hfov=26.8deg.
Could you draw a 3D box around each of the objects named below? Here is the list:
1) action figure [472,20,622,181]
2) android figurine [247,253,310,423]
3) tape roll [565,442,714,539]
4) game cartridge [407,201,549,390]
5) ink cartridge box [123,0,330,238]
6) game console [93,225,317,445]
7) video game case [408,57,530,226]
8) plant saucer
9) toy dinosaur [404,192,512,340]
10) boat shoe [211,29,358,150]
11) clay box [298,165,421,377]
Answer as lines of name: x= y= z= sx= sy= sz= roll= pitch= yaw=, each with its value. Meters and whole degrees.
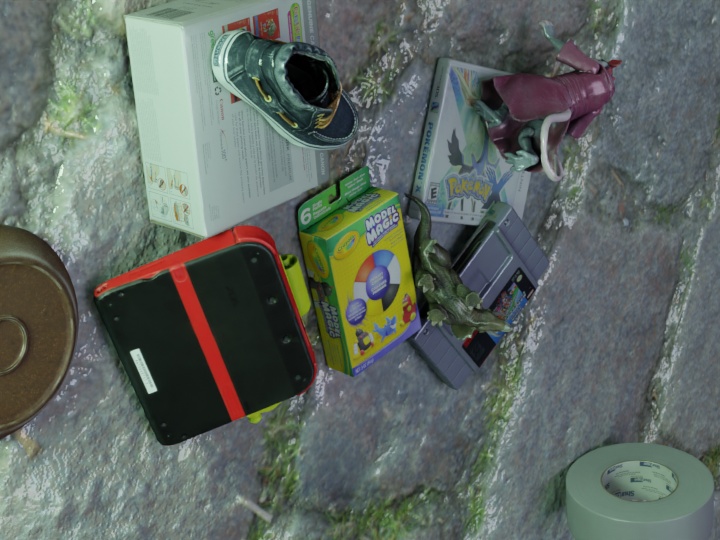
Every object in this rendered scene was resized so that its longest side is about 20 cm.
action figure: x=0.233 y=-0.203 z=1.731 sx=0.199 sy=0.149 sz=0.135 roll=-28 pitch=117 yaw=-24
android figurine: x=-0.116 y=0.064 z=1.533 sx=0.182 sy=0.041 sz=0.201 roll=-42 pitch=130 yaw=-32
tape roll: x=0.379 y=0.312 z=2.049 sx=0.200 sy=0.199 sz=0.067 roll=-27 pitch=122 yaw=-40
game cartridge: x=0.142 y=0.033 z=1.800 sx=0.201 sy=0.038 sz=0.130 roll=-53 pitch=132 yaw=-11
ink cartridge box: x=-0.120 y=-0.157 z=1.421 sx=0.175 sy=0.083 sz=0.202 roll=-26 pitch=121 yaw=-42
game console: x=-0.143 y=0.063 z=1.448 sx=0.176 sy=0.031 sz=0.201 roll=-21 pitch=124 yaw=-3
video game case: x=0.141 y=-0.144 z=1.765 sx=0.199 sy=0.022 sz=0.184 roll=3 pitch=100 yaw=-48
plant saucer: x=-0.320 y=0.062 z=1.312 sx=0.199 sy=0.034 sz=0.202 roll=-18 pitch=116 yaw=-43
toy dinosaur: x=0.087 y=0.010 z=1.693 sx=0.077 sy=0.102 sz=0.200 roll=-38 pitch=92 yaw=0
boat shoe: x=-0.043 y=-0.155 z=1.375 sx=0.200 sy=0.090 sz=0.071 roll=26 pitch=82 yaw=-52
clay box: x=0.000 y=0.000 z=1.635 sx=0.115 sy=0.047 sz=0.201 roll=-34 pitch=127 yaw=-34
